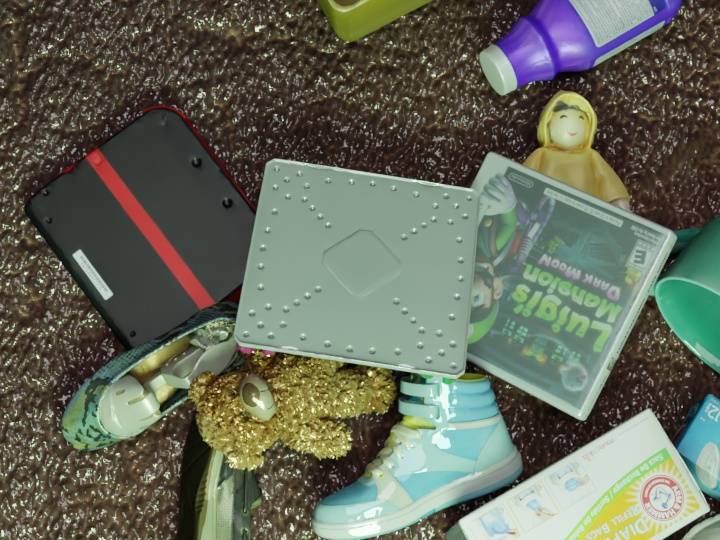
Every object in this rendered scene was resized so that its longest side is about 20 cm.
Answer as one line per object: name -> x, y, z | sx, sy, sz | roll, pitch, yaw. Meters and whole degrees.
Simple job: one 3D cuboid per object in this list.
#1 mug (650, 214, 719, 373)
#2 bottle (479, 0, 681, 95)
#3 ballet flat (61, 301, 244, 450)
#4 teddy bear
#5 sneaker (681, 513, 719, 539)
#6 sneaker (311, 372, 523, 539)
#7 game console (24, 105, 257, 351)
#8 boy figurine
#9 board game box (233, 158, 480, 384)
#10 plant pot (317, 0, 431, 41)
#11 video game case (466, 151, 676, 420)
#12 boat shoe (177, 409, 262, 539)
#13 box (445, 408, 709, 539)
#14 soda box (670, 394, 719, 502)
mug -> 0.346, 0.009, 1.450 | 0.185, 0.152, 0.115 | 41, 74, 8
bottle -> 0.209, -0.235, 1.551 | 0.199, 0.065, 0.084 | -31, 78, -10
ballet flat -> -0.177, 0.097, 1.437 | 0.199, 0.074, 0.074 | -38, 80, -9
teddy bear -> -0.051, 0.099, 1.418 | 0.198, 0.067, 0.147 | 1, 81, -34
sneaker -> 0.287, 0.283, 1.394 | 0.199, 0.082, 0.075 | -36, 99, 3
sneaker -> 0.037, 0.149, 1.419 | 0.198, 0.079, 0.132 | -19, 102, -17
game console -> -0.190, -0.037, 1.503 | 0.176, 0.031, 0.201 | -38, 79, -6
boy figurine -> 0.197, -0.070, 1.510 | 0.123, 0.064, 0.203 | 6, 78, 2
board game box -> 0.000, 0.000, 1.420 | 0.197, 0.026, 0.202 | 9, 55, -1
plant pot -> 0.015, -0.330, 1.509 | 0.198, 0.177, 0.201 | -28, 78, -9
video game case -> 0.157, 0.010, 1.449 | 0.199, 0.023, 0.183 | 26, 88, 29
boat shoe -> -0.120, 0.200, 1.426 | 0.065, 0.072, 0.203 | 17, 60, -24
box -> 0.187, 0.219, 1.409 | 0.198, 0.113, 0.102 | -28, 79, -11
soda box -> 0.372, 0.196, 1.445 | 0.199, 0.068, 0.064 | 33, 76, 6
